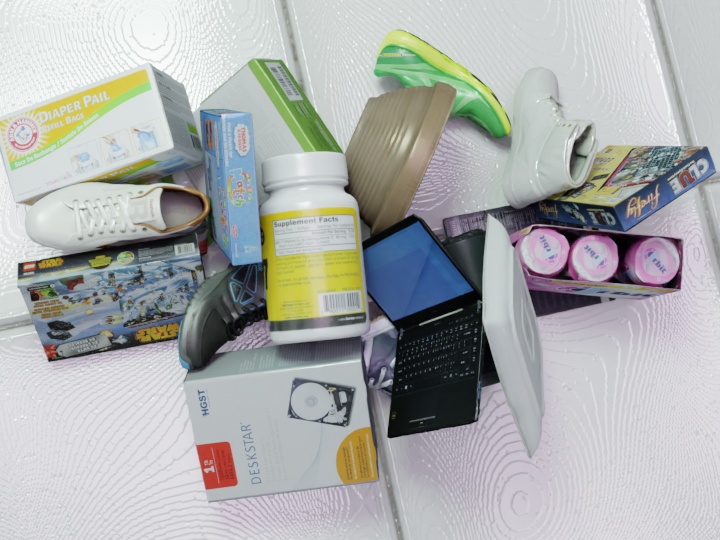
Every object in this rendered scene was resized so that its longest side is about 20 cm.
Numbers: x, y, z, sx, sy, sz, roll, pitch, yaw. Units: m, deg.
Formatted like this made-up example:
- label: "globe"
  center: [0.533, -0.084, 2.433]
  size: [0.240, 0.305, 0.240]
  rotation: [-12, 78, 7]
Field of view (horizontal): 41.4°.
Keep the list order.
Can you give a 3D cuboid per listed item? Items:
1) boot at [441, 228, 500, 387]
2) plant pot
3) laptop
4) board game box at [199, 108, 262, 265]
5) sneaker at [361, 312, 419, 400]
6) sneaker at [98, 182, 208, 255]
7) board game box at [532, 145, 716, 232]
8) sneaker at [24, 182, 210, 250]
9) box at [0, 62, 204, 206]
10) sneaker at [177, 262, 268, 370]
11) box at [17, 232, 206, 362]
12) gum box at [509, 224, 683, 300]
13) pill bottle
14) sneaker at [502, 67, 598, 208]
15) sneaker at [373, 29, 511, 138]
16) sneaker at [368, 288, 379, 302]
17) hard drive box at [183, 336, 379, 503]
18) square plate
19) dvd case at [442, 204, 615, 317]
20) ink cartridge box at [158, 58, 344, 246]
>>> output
- label: "boot"
  center: [0.127, 0.042, 1.105]
  size: [0.076, 0.200, 0.169]
  rotation: [-15, 93, 24]
- label: "plant pot"
  center: [0.032, -0.139, 1.121]
  size: [0.092, 0.201, 0.202]
  rotation: [23, 81, -2]
- label: "laptop"
  center: [0.047, 0.067, 1.036]
  size: [0.103, 0.177, 0.201]
  rotation: [16, 69, -25]
- label: "board game box"
  center: [-0.144, -0.098, 1.038]
  size: [0.036, 0.200, 0.152]
  rotation: [-6, 102, -14]
- label: "sneaker"
  center: [-0.004, 0.129, 1.149]
  size: [0.199, 0.070, 0.109]
  rotation: [-25, 85, -12]
- label: "sneaker"
  center: [-0.277, -0.064, 1.120]
  size: [0.199, 0.078, 0.083]
  rotation: [5, 92, -27]
- label: "board game box"
  center: [0.306, -0.102, 1.136]
  size: [0.135, 0.200, 0.035]
  rotation: [-32, 106, -10]
- label: "sneaker"
  center: [-0.261, -0.067, 1.039]
  size: [0.199, 0.085, 0.073]
  rotation: [-10, 90, -25]
- label: "box"
  center: [-0.300, -0.149, 1.099]
  size: [0.199, 0.112, 0.102]
  rotation: [-18, 85, 9]
- label: "sneaker"
  center: [-0.136, 0.035, 1.087]
  size: [0.082, 0.073, 0.200]
  rotation: [23, 58, 15]
- label: "box"
  center: [-0.276, 0.033, 1.095]
  size: [0.199, 0.137, 0.040]
  rotation: [-10, 47, -9]
- label: "gum box"
  center: [0.274, -0.009, 1.163]
  size: [0.199, 0.114, 0.066]
  rotation: [5, 82, -7]
- label: "pill bottle"
  center: [-0.053, -0.024, 1.050]
  size: [0.114, 0.114, 0.201]
  rotation: [-5, 88, -8]
- label: "sneaker"
  center: [0.248, -0.177, 1.178]
  size: [0.074, 0.115, 0.201]
  rotation: [29, 62, -35]
- label: "sneaker"
  center: [0.104, -0.227, 1.217]
  size: [0.200, 0.074, 0.084]
  rotation: [33, 106, -6]
- label: "sneaker"
  center: [0.000, 0.000, 1.164]
  size: [0.199, 0.071, 0.080]
  rotation: [-17, 90, -8]
- label: "hard drive box"
  center: [-0.086, 0.169, 1.087]
  size: [0.199, 0.077, 0.157]
  rotation: [-8, 109, 3]
- label: "square plate"
  center: [0.173, 0.067, 1.053]
  size: [0.028, 0.198, 0.201]
  rotation: [-11, 124, 17]
- label: "dvd case"
  center: [0.217, -0.014, 1.222]
  size: [0.199, 0.016, 0.149]
  rotation: [-12, 84, -8]
- label: "ink cartridge box"
  center: [-0.146, -0.142, 1.169]
  size: [0.200, 0.076, 0.148]
  rotation: [-34, 88, 24]
